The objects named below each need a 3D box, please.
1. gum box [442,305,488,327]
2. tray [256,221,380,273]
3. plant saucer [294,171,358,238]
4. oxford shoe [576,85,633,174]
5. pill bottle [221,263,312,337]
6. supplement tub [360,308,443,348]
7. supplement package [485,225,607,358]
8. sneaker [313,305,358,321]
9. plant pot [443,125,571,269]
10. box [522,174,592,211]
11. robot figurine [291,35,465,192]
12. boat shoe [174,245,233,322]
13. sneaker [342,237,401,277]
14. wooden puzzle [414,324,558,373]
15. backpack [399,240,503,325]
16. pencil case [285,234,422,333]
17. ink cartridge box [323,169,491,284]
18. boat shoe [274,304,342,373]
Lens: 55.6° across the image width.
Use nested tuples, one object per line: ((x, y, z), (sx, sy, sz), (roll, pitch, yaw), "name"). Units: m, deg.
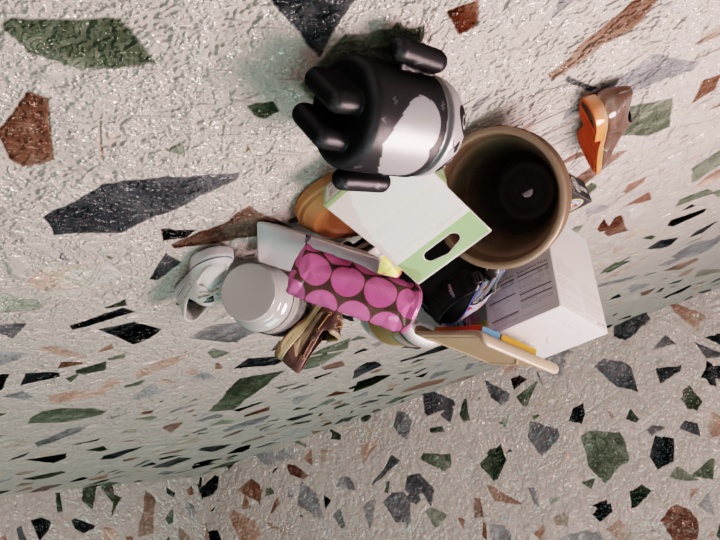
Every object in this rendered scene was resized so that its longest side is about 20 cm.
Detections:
((0.236, 0.062, 1.342), (0.066, 0.115, 0.199), (-10, 175, 39), "gum box")
((-0.067, -0.023, 1.083), (0.198, 0.022, 0.108), (17, 144, 3), "tray")
((-0.001, -0.101, 1.051), (0.199, 0.038, 0.200), (-16, 160, -6), "plant saucer")
((0.375, -0.207, 1.033), (0.072, 0.072, 0.200), (-25, 159, 7), "oxford shoe")
((-0.160, 0.051, 1.181), (0.116, 0.117, 0.200), (-20, 167, 8), "pill bottle")
((0.094, 0.083, 1.400), (0.144, 0.146, 0.200), (-6, 179, -28), "supplement tub")
((0.326, 0.029, 1.241), (0.151, 0.201, 0.150), (26, 139, -36), "supplement package")
((-0.068, 0.054, 1.372), (0.111, 0.074, 0.200), (-15, 151, 4), "sneaker")
((0.229, -0.111, 1.026), (0.199, 0.201, 0.174), (-28, 174, 30), "plant pot")
((0.305, -0.124, 1.232), (0.160, 0.045, 0.199), (-28, 158, 32), "box")
((0.027, -0.168, 0.760), (0.199, 0.126, 0.150), (0, 167, -39), "robot figurine")
((-0.255, 0.026, 1.136), (0.073, 0.066, 0.200), (-5, 157, -29), "boat shoe")
((0.000, 0.000, 1.169), (0.078, 0.090, 0.200), (-53, -162, -21), "sneaker")
((0.218, 0.130, 1.193), (0.184, 0.038, 0.200), (24, 168, -28), "wooden puzzle")
((0.154, -0.011, 1.164), (0.153, 0.200, 0.191), (-19, 147, -37), "backpack")
((-0.007, 0.024, 1.028), (0.199, 0.091, 0.094), (22, -169, -3), "pencil case")
((0.066, -0.086, 0.960), (0.145, 0.048, 0.200), (-37, 122, 26), "ink cartridge box")
((-0.062, 0.100, 1.217), (0.200, 0.072, 0.072), (-45, 165, -24), "boat shoe")
